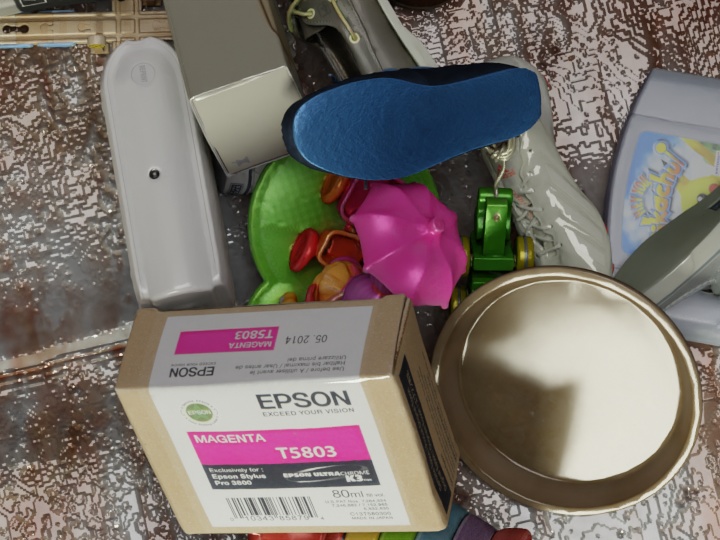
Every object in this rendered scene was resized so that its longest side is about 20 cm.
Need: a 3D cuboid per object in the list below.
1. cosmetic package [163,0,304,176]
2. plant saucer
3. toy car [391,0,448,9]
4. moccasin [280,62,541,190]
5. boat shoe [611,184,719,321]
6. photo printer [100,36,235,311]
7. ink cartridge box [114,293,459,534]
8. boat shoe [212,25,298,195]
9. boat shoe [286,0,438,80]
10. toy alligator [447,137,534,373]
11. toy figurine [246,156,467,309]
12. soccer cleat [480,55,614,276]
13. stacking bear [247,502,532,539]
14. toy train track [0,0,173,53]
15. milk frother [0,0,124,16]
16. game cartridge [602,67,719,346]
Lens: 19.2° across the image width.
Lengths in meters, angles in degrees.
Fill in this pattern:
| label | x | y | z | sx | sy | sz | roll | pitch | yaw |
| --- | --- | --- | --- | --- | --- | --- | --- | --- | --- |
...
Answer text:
| label | x | y | z | sx | sy | sz | roll | pitch | yaw |
| --- | --- | --- | --- | --- | --- | --- | --- | --- | --- |
| cosmetic package | -0.095 | -0.180 | 1.474 | 0.073 | 0.104 | 0.201 | -19 | 60 | 2 |
| plant saucer | 0.149 | 0.084 | 1.534 | 0.199 | 0.029 | 0.201 | 7 | 116 | 14 |
| toy car | 0.029 | -0.282 | 1.541 | 0.164 | 0.200 | 0.158 | -34 | 85 | -6 |
| moccasin | 0.030 | -0.099 | 1.446 | 0.199 | 0.068 | 0.081 | -6 | 102 | -31 |
| boat shoe | 0.269 | -0.016 | 1.543 | 0.200 | 0.070 | 0.072 | -39 | 109 | -5 |
| photo printer | -0.138 | -0.060 | 1.519 | 0.069 | 0.166 | 0.201 | -11 | 75 | -3 |
| ink cartridge box | -0.047 | 0.102 | 1.446 | 0.198 | 0.165 | 0.075 | -3 | 46 | 18 |
| boat shoe | -0.078 | -0.157 | 1.589 | 0.065 | 0.072 | 0.202 | -2 | 78 | -15 |
| boat shoe | -0.015 | -0.179 | 1.510 | 0.060 | 0.072 | 0.202 | -36 | 91 | -19 |
| toy alligator | 0.096 | -0.022 | 1.556 | 0.059 | 0.054 | 0.201 | 1 | 113 | -3 |
| toy figurine | 0.000 | 0.000 | 1.494 | 0.149 | 0.184 | 0.201 | 27 | 91 | -17 |
| soccer cleat | 0.128 | -0.063 | 1.570 | 0.069 | 0.077 | 0.201 | -25 | 78 | 31 |
| stacking bear | 0.013 | 0.208 | 1.522 | 0.199 | 0.121 | 0.115 | 17 | 112 | 13 |
| toy train track | -0.219 | -0.186 | 1.606 | 0.198 | 0.033 | 0.116 | -2 | 82 | -1 |
| milk frother | -0.279 | -0.288 | 1.576 | 0.187 | 0.200 | 0.182 | -9 | 122 | 0 |
| game cartridge | 0.251 | -0.048 | 1.600 | 0.132 | 0.040 | 0.202 | 9 | 82 | 3 |
